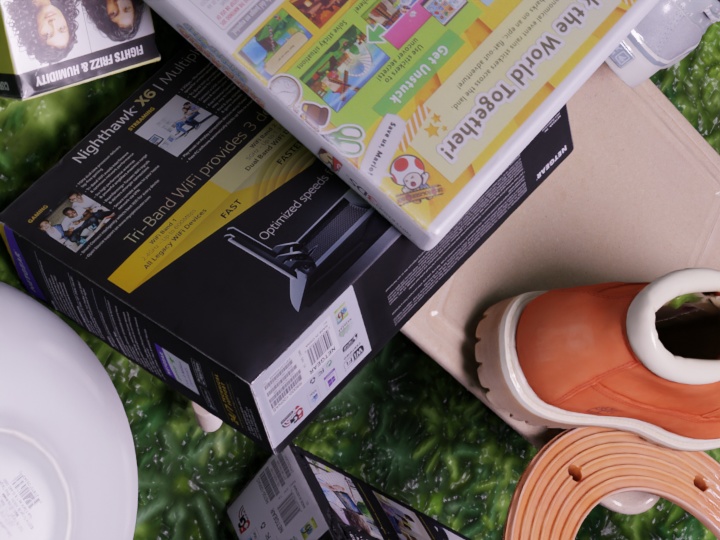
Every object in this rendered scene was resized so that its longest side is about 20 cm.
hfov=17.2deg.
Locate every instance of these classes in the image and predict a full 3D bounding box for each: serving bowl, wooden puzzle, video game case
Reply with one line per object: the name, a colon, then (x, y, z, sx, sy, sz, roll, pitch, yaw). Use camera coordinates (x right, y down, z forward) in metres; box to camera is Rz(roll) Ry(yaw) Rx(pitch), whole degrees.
serving bowl: (-0.172, 0.102, 0.997, 0.199, 0.066, 0.202, -5, 99, -36)
wooden puzzle: (0.099, -0.010, 1.121, 0.200, 0.037, 0.186, 39, 66, -32)
video game case: (0.023, -0.136, 0.991, 0.182, 0.023, 0.200, 42, 67, 4)

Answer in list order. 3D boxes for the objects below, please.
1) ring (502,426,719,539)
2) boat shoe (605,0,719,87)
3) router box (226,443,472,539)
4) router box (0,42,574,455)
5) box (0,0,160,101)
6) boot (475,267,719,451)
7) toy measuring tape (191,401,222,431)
ring: (0.137, 0.163, 1.076, 0.200, 0.019, 0.202, 21, 54, -32)
boat shoe: (0.153, -0.139, 1.135, 0.070, 0.071, 0.201, 53, 21, -5)
router box: (0.033, 0.178, 1.074, 0.149, 0.200, 0.051, 31, 108, -34)
router box: (-0.031, -0.037, 1.021, 0.200, 0.157, 0.052, -44, 145, -22)
box: (-0.142, -0.177, 0.990, 0.075, 0.050, 0.201, -19, 107, -32)
boot: (0.159, 0.037, 1.074, 0.199, 0.107, 0.076, 2, 75, -42)
toy measuring tape: (0.000, 0.000, 1.100, 0.074, 0.073, 0.201, 45, 68, -31)
